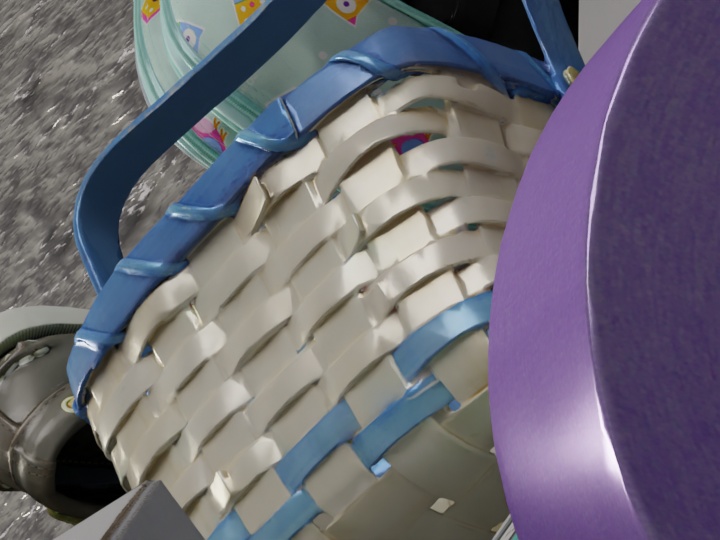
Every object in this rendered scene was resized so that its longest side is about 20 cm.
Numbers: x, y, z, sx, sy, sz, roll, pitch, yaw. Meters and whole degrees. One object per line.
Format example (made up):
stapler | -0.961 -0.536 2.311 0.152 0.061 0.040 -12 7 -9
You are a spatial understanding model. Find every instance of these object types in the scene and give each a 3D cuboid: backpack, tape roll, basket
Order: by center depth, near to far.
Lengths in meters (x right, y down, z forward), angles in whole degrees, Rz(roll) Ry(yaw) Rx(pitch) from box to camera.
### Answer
tape roll | 0.127 0.016 0.533 0.200 0.200 0.066 -54 1 -21
basket | 0.000 0.000 0.800 0.176 0.139 0.201 -43 52 28
backpack | 0.003 -0.100 1.097 0.154 0.175 0.200 -54 19 21

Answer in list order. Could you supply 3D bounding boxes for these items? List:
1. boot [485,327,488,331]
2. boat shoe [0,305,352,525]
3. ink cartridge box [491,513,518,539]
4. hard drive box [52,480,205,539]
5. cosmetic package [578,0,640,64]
boot | -0.005 0.095 0.915 0.166 0.072 0.200 -23 30 42
boat shoe | -0.038 0.048 0.949 0.060 0.201 0.072 38 119 44
ink cartridge box | 0.088 0.105 0.611 0.200 0.146 0.147 -53 0 -21
hard drive box | -0.119 0.149 0.622 0.200 0.077 0.156 -32 10 25
cosmetic package | 0.109 -0.032 0.928 0.051 0.083 0.200 -35 25 25
